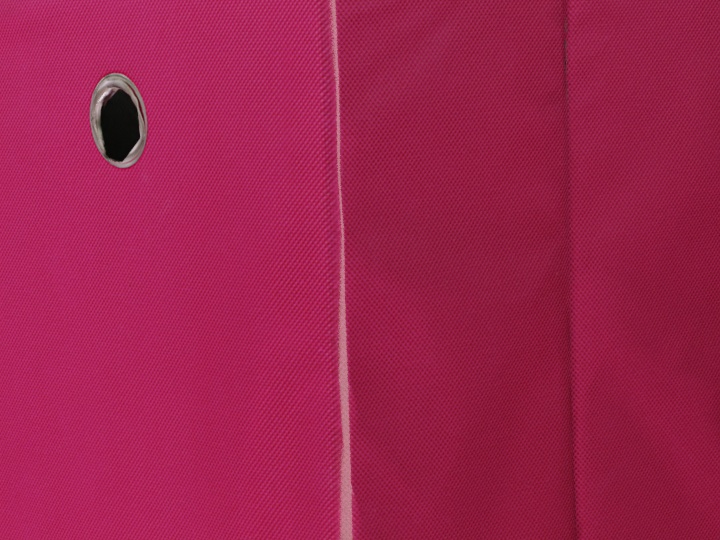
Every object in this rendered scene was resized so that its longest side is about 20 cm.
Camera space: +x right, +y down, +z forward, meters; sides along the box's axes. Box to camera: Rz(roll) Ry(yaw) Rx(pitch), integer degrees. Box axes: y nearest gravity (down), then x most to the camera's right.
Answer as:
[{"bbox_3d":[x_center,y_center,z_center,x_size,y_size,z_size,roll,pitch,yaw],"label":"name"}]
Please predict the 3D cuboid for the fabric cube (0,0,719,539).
[{"bbox_3d":[0.000,0.000,0.827,0.200,0.196,0.200,-6,98,-41],"label":"fabric cube"}]
